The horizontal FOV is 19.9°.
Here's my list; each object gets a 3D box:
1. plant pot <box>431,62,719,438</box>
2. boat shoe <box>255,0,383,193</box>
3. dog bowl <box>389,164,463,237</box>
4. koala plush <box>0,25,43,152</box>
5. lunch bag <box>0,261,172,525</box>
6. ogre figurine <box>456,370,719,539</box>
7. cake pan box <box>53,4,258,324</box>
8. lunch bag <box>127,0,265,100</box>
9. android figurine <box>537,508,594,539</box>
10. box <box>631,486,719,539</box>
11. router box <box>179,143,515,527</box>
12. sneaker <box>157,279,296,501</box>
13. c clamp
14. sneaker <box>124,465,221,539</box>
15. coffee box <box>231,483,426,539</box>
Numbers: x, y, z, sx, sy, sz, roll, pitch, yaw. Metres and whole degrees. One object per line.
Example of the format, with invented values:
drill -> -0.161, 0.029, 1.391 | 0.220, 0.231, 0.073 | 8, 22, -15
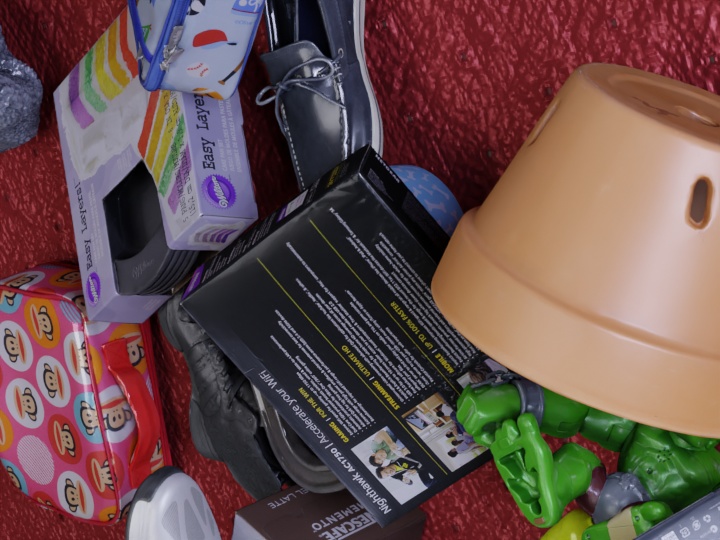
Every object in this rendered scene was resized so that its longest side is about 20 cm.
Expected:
plant pot -> 0.154, -0.020, 1.080 | 0.200, 0.200, 0.140 | 33, 112, 34
boat shoe -> -0.031, -0.123, 1.283 | 0.075, 0.062, 0.200 | -9, 82, 45
dog bowl -> 0.000, 0.000, 1.355 | 0.200, 0.050, 0.112 | -39, 77, 48
koala plush -> -0.335, -0.198, 1.585 | 0.177, 0.184, 0.200 | -17, 72, 41
lunch bag -> -0.219, 0.098, 1.618 | 0.176, 0.082, 0.200 | 9, 113, 45
ogre figurine -> 0.157, 0.121, 1.178 | 0.200, 0.120, 0.098 | 21, 117, 40
cake pan box -> -0.146, -0.080, 1.436 | 0.184, 0.052, 0.200 | -38, 57, 51
lunch bag -> -0.108, -0.209, 1.304 | 0.200, 0.076, 0.160 | -103, 28, -42
android figurine -> 0.175, 0.231, 1.270 | 0.182, 0.041, 0.200 | 57, 141, 13
box -> 0.231, 0.177, 1.063 | 0.158, 0.200, 0.051 | 58, 170, 11
router box -> 0.010, 0.043, 1.263 | 0.149, 0.051, 0.200 | -35, 105, 23
sneaker -> -0.082, 0.086, 1.480 | 0.104, 0.060, 0.200 | 14, 122, 46
c clamp -> -0.031, 0.055, 1.354 | 0.171, 0.027, 0.200 | -4, 103, 49
sneaker -> -0.082, 0.225, 1.367 | 0.115, 0.076, 0.201 | 6, 118, 38
coffee box -> -0.034, 0.248, 1.453 | 0.080, 0.114, 0.200 | 35, 131, 34
